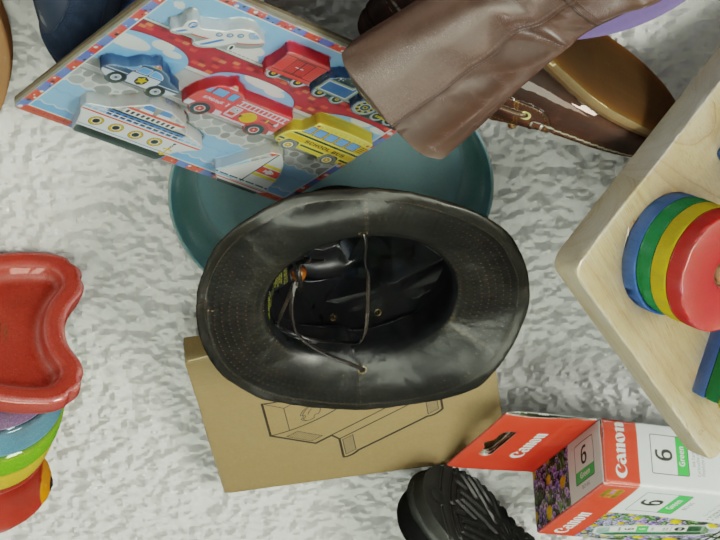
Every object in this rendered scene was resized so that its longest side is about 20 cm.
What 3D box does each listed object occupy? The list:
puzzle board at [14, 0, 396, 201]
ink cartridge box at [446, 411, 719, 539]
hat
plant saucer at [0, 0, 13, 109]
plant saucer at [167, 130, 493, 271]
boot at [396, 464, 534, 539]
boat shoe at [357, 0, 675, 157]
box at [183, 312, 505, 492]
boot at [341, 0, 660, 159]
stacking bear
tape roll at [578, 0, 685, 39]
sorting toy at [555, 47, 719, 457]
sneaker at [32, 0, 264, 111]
[{"bbox_3d":[-0.069,-0.095,1.255,0.200,0.017,0.151,20,142,-39],"label":"puzzle board"},{"bbox_3d":[0.171,0.144,1.517,0.200,0.050,0.109,7,154,-19],"label":"ink cartridge box"},{"bbox_3d":[0.000,0.000,1.357,0.200,0.081,0.201,-2,131,-2],"label":"hat"},{"bbox_3d":[-0.302,-0.124,1.292,0.200,0.032,0.200,-3,132,-3],"label":"plant saucer"},{"bbox_3d":[-0.019,-0.054,1.380,0.200,0.027,0.200,-3,131,-3],"label":"plant saucer"},{"bbox_3d":[0.044,0.231,1.592,0.158,0.079,0.211,-27,134,19],"label":"boot"},{"bbox_3d":[0.093,-0.119,1.305,0.200,0.070,0.070,29,128,-18],"label":"boat shoe"},{"bbox_3d":[-0.007,0.085,1.491,0.200,0.021,0.164,-8,141,3],"label":"box"},{"bbox_3d":[0.051,-0.155,1.162,0.200,0.064,0.186,-32,126,25],"label":"boot"},{"bbox_3d":[-0.241,0.097,1.448,0.114,0.122,0.200,2,139,-9],"label":"stacking bear"},{"bbox_3d":[0.110,-0.227,1.197,0.200,0.085,0.200,-3,132,-3],"label":"tape roll"},{"bbox_3d":[0.237,-0.011,1.320,0.199,0.070,0.200,-51,131,-13],"label":"sorting toy"},{"bbox_3d":[-0.082,-0.157,1.258,0.200,0.081,0.146,-17,142,2],"label":"sneaker"}]
